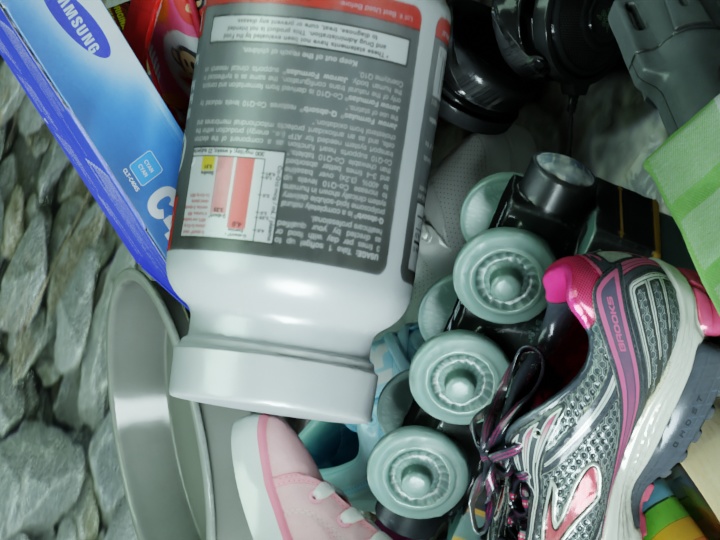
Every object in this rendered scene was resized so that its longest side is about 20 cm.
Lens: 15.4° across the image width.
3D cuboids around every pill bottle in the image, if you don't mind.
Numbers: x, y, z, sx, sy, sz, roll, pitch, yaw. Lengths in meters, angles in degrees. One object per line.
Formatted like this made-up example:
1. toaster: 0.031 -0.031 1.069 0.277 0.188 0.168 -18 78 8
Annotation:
1. pill bottle: -0.027 -0.035 1.224 0.116 0.116 0.200 -1 79 61

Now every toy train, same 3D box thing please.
1. toy train: 0.078 0.045 1.185 0.085 0.114 0.200 -78 10 -65

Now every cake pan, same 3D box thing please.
1. cake pan: -0.099 0.095 1.501 0.200 0.037 0.201 170 90 -71

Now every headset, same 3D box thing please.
1. headset: 0.066 -0.107 1.258 0.123 0.094 0.200 -27 74 40

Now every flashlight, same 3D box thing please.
1. flashlight: 0.166 -0.044 1.112 0.068 0.068 0.200 -26 43 11

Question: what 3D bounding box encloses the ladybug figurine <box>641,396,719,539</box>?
1. ladybug figurine: 0.143 0.122 1.084 0.136 0.072 0.200 -61 34 29

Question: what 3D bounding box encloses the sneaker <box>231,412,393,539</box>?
1. sneaker: 0.015 0.148 1.254 0.075 0.104 0.201 38 -151 -76

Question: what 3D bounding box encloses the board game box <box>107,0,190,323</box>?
1. board game box: -0.072 -0.059 1.426 0.023 0.105 0.200 115 132 -79

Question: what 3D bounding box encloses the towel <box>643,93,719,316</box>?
1. towel: 0.209 -0.054 1.007 0.200 0.031 0.149 -40 40 20

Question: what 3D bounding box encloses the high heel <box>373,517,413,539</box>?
1. high heel: 0.023 0.216 1.296 0.096 0.067 0.200 12 79 37

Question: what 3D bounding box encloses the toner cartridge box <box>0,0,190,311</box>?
1. toner cartridge box: -0.122 -0.073 1.280 0.043 0.200 0.095 -37 31 -11

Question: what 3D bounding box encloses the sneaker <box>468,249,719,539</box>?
1. sneaker: 0.074 0.084 1.065 0.081 0.075 0.200 35 107 58

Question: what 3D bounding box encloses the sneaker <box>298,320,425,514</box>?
1. sneaker: 0.030 0.056 1.298 0.200 0.082 0.074 -55 38 37

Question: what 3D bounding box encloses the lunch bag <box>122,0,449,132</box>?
1. lunch bag: -0.044 -0.132 1.333 0.082 0.176 0.200 29 141 45

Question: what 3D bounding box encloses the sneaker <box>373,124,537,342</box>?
1. sneaker: 0.000 0.000 1.337 0.200 0.115 0.074 -58 34 30
